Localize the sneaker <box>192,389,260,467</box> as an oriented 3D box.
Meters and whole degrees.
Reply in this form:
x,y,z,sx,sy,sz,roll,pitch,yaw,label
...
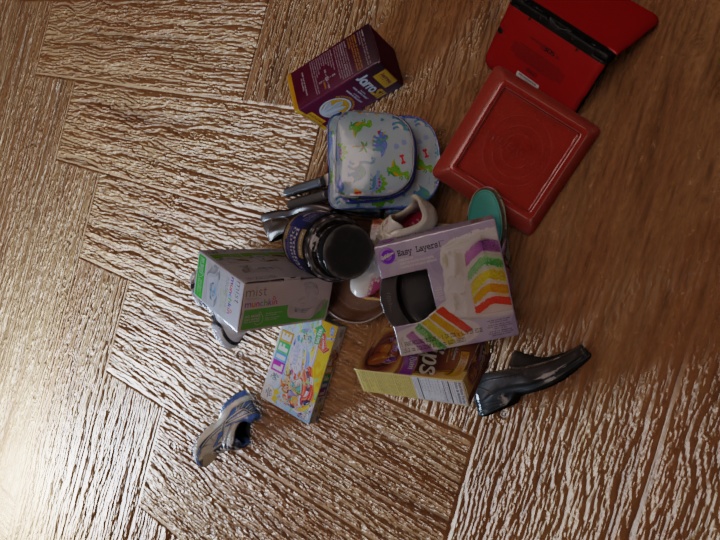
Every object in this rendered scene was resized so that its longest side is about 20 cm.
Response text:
x,y,z,sx,sy,sz,roll,pitch,yaw,label
-0.285,0.356,1.088,0.085,0.077,0.201,41,105,22,sneaker

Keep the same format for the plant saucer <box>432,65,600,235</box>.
x,y,z,sx,sy,sz,roll,pitch,yaw,label
0.247,-0.190,0.816,0.198,0.037,0.201,32,103,3,plant saucer

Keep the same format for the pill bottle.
x,y,z,sx,sy,sz,roll,pitch,yaw,label
-0.056,-0.042,0.862,0.200,0.111,0.113,19,95,65,pill bottle

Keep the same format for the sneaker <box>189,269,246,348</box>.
x,y,z,sx,sy,sz,roll,pitch,yaw,label
-0.295,0.061,1.128,0.115,0.075,0.201,-38,73,20,sneaker

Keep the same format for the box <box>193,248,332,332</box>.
x,y,z,sx,sy,sz,roll,pitch,yaw,label
-0.183,0.027,0.967,0.176,0.198,0.098,28,112,41,box

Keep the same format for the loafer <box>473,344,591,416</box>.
x,y,z,sx,sy,sz,roll,pitch,yaw,label
0.258,0.158,0.799,0.199,0.073,0.073,-33,65,22,loafer

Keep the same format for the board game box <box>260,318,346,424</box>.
x,y,z,sx,sy,sz,roll,pitch,yaw,label
-0.117,0.186,1.032,0.133,0.034,0.203,19,94,31,board game box

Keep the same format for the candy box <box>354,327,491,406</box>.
x,y,z,sx,sy,sz,roll,pitch,yaw,label
0.104,0.153,0.849,0.198,0.117,0.057,0,122,34,candy box

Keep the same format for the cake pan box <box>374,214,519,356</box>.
x,y,z,sx,sy,sz,roll,pitch,yaw,label
0.130,0.026,0.794,0.197,0.052,0.187,-11,99,14,cake pan box

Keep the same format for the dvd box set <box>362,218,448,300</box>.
x,y,z,sx,sy,sz,roll,pitch,yaw,label
0.108,-0.011,0.897,0.197,0.029,0.149,6,84,17,dvd box set

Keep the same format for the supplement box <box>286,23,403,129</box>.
x,y,z,sx,sy,sz,roll,pitch,yaw,label
-0.030,-0.373,1.002,0.198,0.110,0.087,-21,75,26,supplement box

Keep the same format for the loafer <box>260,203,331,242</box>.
x,y,z,sx,sy,sz,roll,pitch,yaw,label
-0.117,-0.095,1.052,0.198,0.073,0.072,-6,92,34,loafer

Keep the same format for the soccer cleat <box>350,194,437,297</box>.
x,y,z,sx,sy,sz,roll,pitch,yaw,label
0.044,-0.045,0.854,0.200,0.086,0.070,-46,50,2,soccer cleat

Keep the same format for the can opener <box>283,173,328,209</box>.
x,y,z,sx,sy,sz,roll,pitch,yaw,label
-0.072,-0.166,1.038,0.198,0.066,0.053,-10,99,34,can opener

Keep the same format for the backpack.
x,y,z,sx,sy,sz,roll,pitch,yaw,label
0.041,-0.186,0.897,0.197,0.147,0.186,0,90,0,backpack

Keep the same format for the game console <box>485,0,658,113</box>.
x,y,z,sx,sy,sz,roll,pitch,yaw,label
0.338,-0.376,0.843,0.200,0.118,0.173,49,139,25,game console

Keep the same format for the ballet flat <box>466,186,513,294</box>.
x,y,z,sx,sy,sz,roll,pitch,yaw,label
0.217,-0.035,0.835,0.068,0.071,0.203,-3,98,38,ballet flat

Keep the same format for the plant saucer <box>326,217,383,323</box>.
x,y,z,sx,sy,sz,roll,pitch,yaw,label
0.000,0.000,0.985,0.198,0.037,0.204,-4,82,30,plant saucer
